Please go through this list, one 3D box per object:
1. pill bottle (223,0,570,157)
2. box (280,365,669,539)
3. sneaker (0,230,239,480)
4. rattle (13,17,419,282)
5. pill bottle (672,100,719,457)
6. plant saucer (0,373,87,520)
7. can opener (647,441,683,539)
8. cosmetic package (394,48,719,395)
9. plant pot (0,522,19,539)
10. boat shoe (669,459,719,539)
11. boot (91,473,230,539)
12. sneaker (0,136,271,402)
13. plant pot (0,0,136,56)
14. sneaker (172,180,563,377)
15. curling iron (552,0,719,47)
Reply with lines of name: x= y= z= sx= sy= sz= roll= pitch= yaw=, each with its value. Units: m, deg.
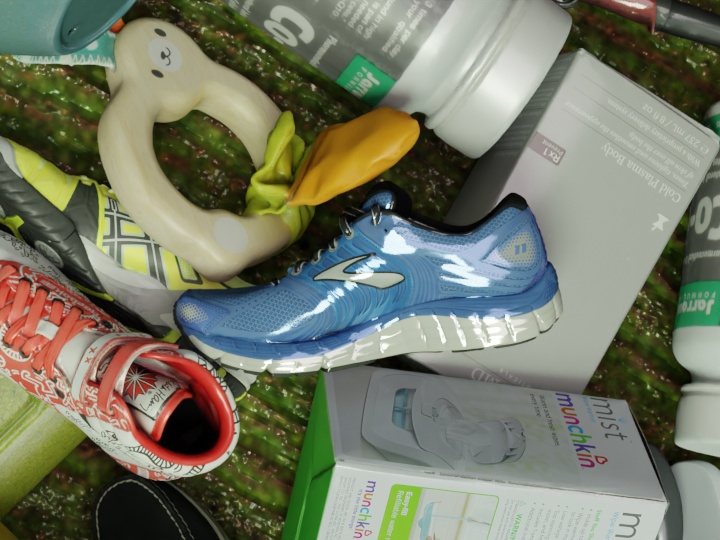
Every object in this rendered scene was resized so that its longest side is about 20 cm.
pill bottle: x=0.009 y=-0.157 z=0.820 sx=0.199 sy=0.113 sz=0.113 roll=34 pitch=85 yaw=-6
box: x=0.048 y=0.165 z=0.808 sx=0.175 sy=0.097 sz=0.201 roll=7 pitch=119 yaw=-10
sneaker: x=-0.147 y=0.035 z=0.762 sx=0.201 sy=0.108 sz=0.067 roll=42 pitch=68 yaw=-18
rattle: x=-0.086 y=-0.105 z=0.795 sx=0.130 sy=0.143 sz=0.201 roll=-31 pitch=88 yaw=-28
pill bottle: x=0.241 y=0.008 z=0.865 sx=0.112 sy=0.113 sz=0.202 roll=12 pitch=80 yaw=-10
plant saucer: x=-0.265 y=0.067 z=0.815 sx=0.200 sy=0.048 sz=0.200 roll=-44 pitch=98 yaw=-7
can opener: x=0.153 y=0.197 z=0.859 sx=0.053 sy=0.067 sz=0.201 roll=12 pitch=61 yaw=-20
cosmetic package: x=0.105 y=-0.013 z=0.865 sx=0.106 sy=0.090 sz=0.201 roll=29 pitch=83 yaw=-13
plant pot: x=-0.205 y=0.260 z=0.740 sx=0.200 sy=0.176 sz=0.200 roll=-43 pitch=113 yaw=-7
boat shoe: x=0.211 y=0.214 z=0.903 sx=0.056 sy=0.068 sz=0.202 roll=0 pitch=88 yaw=-37
boot: x=-0.116 y=0.168 z=0.752 sx=0.073 sy=0.154 sz=0.204 roll=-36 pitch=54 yaw=8
sneaker: x=-0.131 y=-0.010 z=0.837 sx=0.200 sy=0.075 sz=0.077 roll=41 pitch=63 yaw=-11
plant pot: x=-0.169 y=-0.185 z=0.741 sx=0.135 sy=0.200 sz=0.200 roll=41 pitch=83 yaw=4
sneaker: x=0.000 y=0.000 z=0.775 sx=0.198 sy=0.079 sz=0.090 roll=-10 pitch=99 yaw=4
curling iron: x=0.172 y=-0.150 z=0.903 sx=0.199 sy=0.026 sz=0.050 roll=12 pitch=52 yaw=-14
